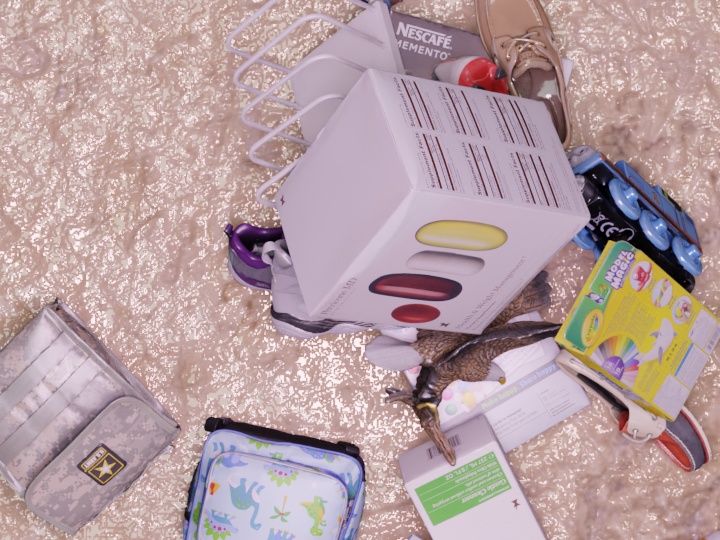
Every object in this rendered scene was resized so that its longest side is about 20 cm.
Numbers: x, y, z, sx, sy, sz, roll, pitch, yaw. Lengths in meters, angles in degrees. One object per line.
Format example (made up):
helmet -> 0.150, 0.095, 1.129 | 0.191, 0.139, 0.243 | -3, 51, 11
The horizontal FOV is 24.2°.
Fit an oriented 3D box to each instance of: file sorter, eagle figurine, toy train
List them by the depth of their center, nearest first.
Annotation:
file sorter -> -0.041, -0.167, 1.665 | 0.139, 0.124, 0.200 | -33, 56, 34
eagle figurine -> 0.118, 0.073, 1.692 | 0.152, 0.151, 0.200 | 43, 101, 14
toy train -> 0.269, -0.049, 1.696 | 0.087, 0.114, 0.200 | -36, 125, 25

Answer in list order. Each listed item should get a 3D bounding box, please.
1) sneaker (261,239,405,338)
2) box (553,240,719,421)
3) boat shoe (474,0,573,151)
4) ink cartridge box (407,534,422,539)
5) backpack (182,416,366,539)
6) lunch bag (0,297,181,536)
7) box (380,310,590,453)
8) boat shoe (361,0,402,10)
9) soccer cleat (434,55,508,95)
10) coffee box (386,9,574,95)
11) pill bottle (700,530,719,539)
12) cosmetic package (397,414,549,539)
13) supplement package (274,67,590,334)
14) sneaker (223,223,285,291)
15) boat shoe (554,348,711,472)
sneaker -> 0.000, 0.000, 1.659 | 0.200, 0.075, 0.115 | -10, 132, 5
box -> 0.268, 0.056, 1.635 | 0.200, 0.048, 0.117 | 36, 81, -43
boat shoe -> 0.170, -0.211, 1.678 | 0.071, 0.065, 0.200 | -21, 90, -1
ink cartridge box -> 0.055, 0.376, 1.720 | 0.116, 0.067, 0.200 | 33, 134, 11
backpack -> -0.096, 0.269, 1.720 | 0.183, 0.147, 0.200 | 12, 93, 2
lunch bag -> -0.305, 0.157, 1.736 | 0.164, 0.118, 0.200 | -44, 96, 0
box -> 0.126, 0.092, 1.771 | 0.156, 0.041, 0.200 | -30, 89, 0
boat shoe -> -0.007, -0.368, 1.760 | 0.072, 0.072, 0.200 | -30, 100, -5
soccer cleat -> 0.127, -0.125, 1.682 | 0.069, 0.085, 0.200 | -32, 119, -23
coffee box -> 0.109, -0.188, 1.749 | 0.200, 0.080, 0.113 | 16, 90, -1
pill bottle -> 0.362, 0.340, 1.735 | 0.200, 0.112, 0.112 | -35, 90, 0
cosmetic package -> 0.129, 0.264, 1.725 | 0.108, 0.085, 0.200 | -28, 105, 3
supplement package -> 0.062, -0.058, 1.547 | 0.200, 0.191, 0.147 | 7, 50, -32
sneaker -> -0.045, -0.005, 1.730 | 0.200, 0.088, 0.074 | 8, 67, 7
boat shoe -> 0.284, 0.141, 1.742 | 0.200, 0.071, 0.063 | 48, 67, -9
